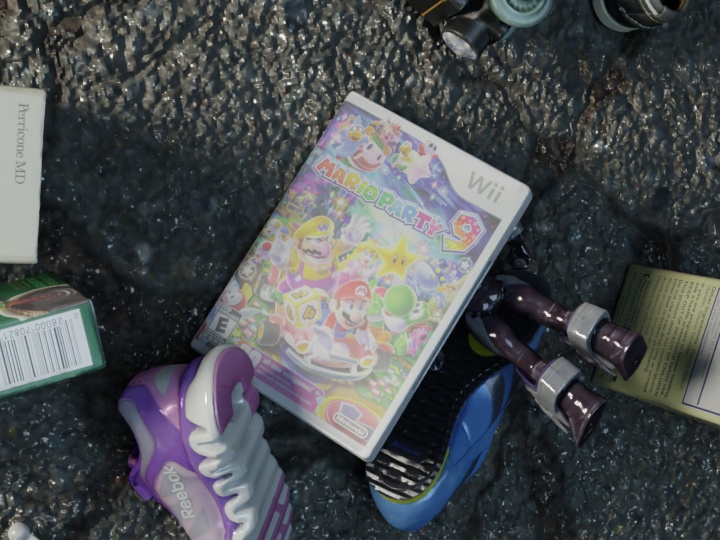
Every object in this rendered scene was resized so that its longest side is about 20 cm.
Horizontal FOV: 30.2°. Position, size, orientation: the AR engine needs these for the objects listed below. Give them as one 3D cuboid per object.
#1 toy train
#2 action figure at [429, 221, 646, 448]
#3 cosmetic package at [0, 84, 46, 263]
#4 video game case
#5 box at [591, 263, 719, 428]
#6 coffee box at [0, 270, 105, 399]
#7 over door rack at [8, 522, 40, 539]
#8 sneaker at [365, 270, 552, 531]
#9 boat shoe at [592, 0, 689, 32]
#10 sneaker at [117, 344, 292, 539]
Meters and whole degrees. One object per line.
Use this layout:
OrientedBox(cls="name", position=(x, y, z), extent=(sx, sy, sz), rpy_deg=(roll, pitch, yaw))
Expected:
OrientedBox(cls="toy train", position=(0.099, -0.242, 0.892), extent=(0.114, 0.085, 0.201), rpy_deg=(37, 81, -13))
OrientedBox(cls="action figure", position=(0.086, 0.024, 0.881), extent=(0.199, 0.069, 0.130), rpy_deg=(37, 81, 20))
OrientedBox(cls="cosmetic package", position=(-0.281, -0.059, 0.737), extent=(0.197, 0.087, 0.105), rpy_deg=(1, 95, -24))
OrientedBox(cls="video game case", position=(0.000, 0.000, 0.859), extent=(0.142, 0.018, 0.201), rpy_deg=(30, 82, 19))
OrientedBox(cls="box", position=(0.298, 0.076, 0.947), extent=(0.174, 0.200, 0.098), rpy_deg=(20, 88, -23))
OrientedBox(cls="coffee box", position=(-0.251, 0.052, 0.745), extent=(0.198, 0.123, 0.045), rpy_deg=(-16, 103, -20))
OrientedBox(cls="over door rack", position=(-0.247, 0.214, 0.785), extent=(0.200, 0.066, 0.149), rpy_deg=(40, 79, -43))
OrientedBox(cls="sneaker", position=(0.071, 0.091, 0.933), extent=(0.201, 0.065, 0.079), rpy_deg=(-55, 150, -20))
OrientedBox(cls="boat shoe", position=(0.214, -0.272, 0.944), extent=(0.071, 0.067, 0.203), rpy_deg=(5, 93, -22))
OrientedBox(cls="sneaker", position=(-0.101, 0.136, 0.850), extent=(0.087, 0.081, 0.202), rpy_deg=(-2, 121, 16))
